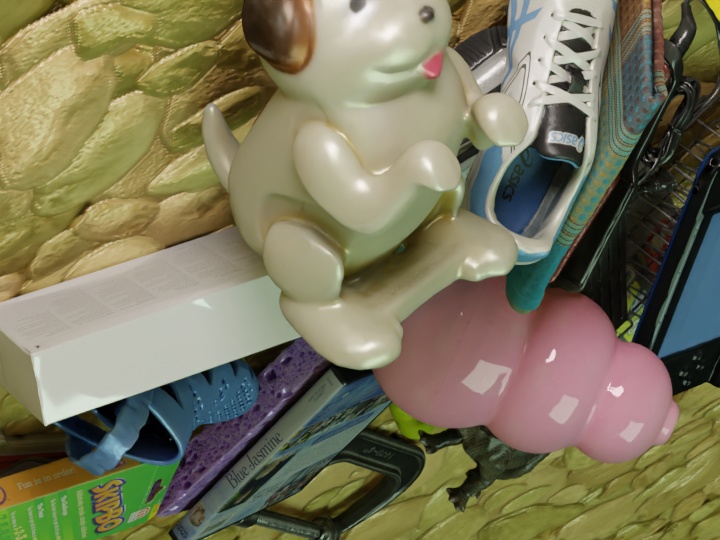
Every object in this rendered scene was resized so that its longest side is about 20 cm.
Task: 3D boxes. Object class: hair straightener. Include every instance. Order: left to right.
[{"bbox_3d":[0.169,-0.077,1.664,0.077,0.041,0.201,20,98,-53],"label":"hair straightener"}]

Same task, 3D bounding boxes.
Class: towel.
[{"bbox_3d":[0.132,-0.085,1.573,0.022,0.147,0.200,15,138,-14],"label":"towel"}]

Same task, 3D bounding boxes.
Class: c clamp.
[{"bbox_3d":[-0.043,0.172,2.004,0.171,0.027,0.200,-45,151,19],"label":"c clamp"}]

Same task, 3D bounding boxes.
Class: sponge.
[{"bbox_3d":[-0.053,0.090,1.797,0.200,0.030,0.111,-43,166,25],"label":"sponge"}]

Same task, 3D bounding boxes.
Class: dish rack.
[{"bbox_3d":[0.215,-0.029,1.777,0.200,0.054,0.154,-42,146,-24],"label":"dish rack"}]

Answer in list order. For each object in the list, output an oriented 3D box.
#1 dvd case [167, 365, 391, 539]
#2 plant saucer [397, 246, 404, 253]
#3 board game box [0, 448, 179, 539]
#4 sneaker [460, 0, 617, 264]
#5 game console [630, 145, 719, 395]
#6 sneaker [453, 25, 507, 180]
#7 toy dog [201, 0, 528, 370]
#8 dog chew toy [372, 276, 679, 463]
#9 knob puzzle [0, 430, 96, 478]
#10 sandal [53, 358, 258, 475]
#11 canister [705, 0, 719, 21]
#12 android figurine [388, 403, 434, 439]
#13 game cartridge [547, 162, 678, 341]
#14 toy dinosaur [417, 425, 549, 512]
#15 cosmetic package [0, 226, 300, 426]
[{"bbox_3d":[-0.031,0.110,1.817,0.200,0.018,0.142,-46,165,34],"label":"dvd case"},{"bbox_3d":[0.000,0.000,1.651,0.199,0.019,0.070,-26,175,34],"label":"plant saucer"},{"bbox_3d":[-0.212,0.157,1.702,0.199,0.030,0.096,-14,153,-27],"label":"board game box"},{"bbox_3d":[0.110,-0.100,1.496,0.072,0.072,0.201,10,98,-29],"label":"sneaker"},{"bbox_3d":[0.281,0.018,1.750,0.170,0.118,0.201,-16,133,-47],"label":"game console"},{"bbox_3d":[0.032,-0.054,1.586,0.200,0.076,0.115,-31,154,-4],"label":"sneaker"},{"bbox_3d":[0.000,-0.087,1.407,0.139,0.194,0.201,-27,138,-30],"label":"toy dog"},{"bbox_3d":[0.107,0.059,1.703,0.125,0.199,0.125,24,90,-90],"label":"dog chew toy"},{"bbox_3d":[-0.278,0.171,1.726,0.219,0.031,0.220,-24,155,-12],"label":"knob puzzle"},{"bbox_3d":[-0.133,0.086,1.660,0.200,0.087,0.080,0,141,-52],"label":"sandal"},{"bbox_3d":[0.323,-0.190,1.642,0.200,0.087,0.148,-38,155,13],"label":"canister"},{"bbox_3d":[0.099,0.054,1.913,0.181,0.041,0.200,-28,157,-5],"label":"android figurine"},{"bbox_3d":[0.172,0.018,1.849,0.133,0.041,0.200,-47,149,-10],"label":"game cartridge"},{"bbox_3d":[0.109,0.117,1.906,0.102,0.077,0.200,-32,156,22],"label":"toy dinosaur"},{"bbox_3d":[-0.112,0.027,1.559,0.199,0.082,0.051,-18,114,-23],"label":"cosmetic package"}]
